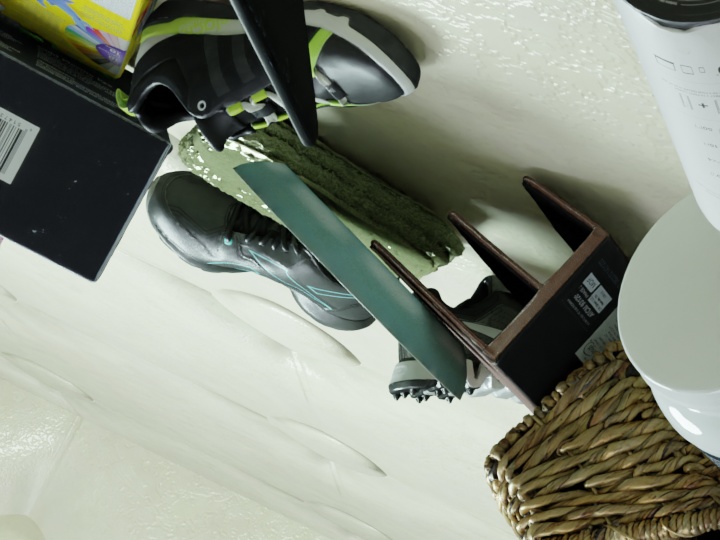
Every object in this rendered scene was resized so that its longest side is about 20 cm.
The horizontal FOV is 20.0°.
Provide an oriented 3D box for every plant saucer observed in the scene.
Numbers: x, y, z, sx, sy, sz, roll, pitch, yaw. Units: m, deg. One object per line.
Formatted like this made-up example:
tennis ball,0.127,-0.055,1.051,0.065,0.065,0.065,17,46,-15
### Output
plant saucer,0.000,0.000,1.262,0.200,0.027,0.200,46,-179,-1

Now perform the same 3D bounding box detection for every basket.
basket,0.179,0.162,1.213,0.200,0.143,0.149,34,-163,-50

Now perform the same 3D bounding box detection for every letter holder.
letter holder,0.112,0.025,1.269,0.142,0.101,0.200,42,178,39

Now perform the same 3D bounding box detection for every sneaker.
sneaker,0.112,0.049,1.427,0.198,0.091,0.066,5,166,-24
sneaker,-0.060,-0.026,1.498,0.199,0.076,0.079,24,153,-15
sneaker,-0.054,-0.099,1.152,0.199,0.083,0.072,7,157,39

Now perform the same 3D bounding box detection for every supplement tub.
supplement tub,0.235,0.053,1.060,0.140,0.141,0.200,12,160,46

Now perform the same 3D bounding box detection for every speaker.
speaker,0.158,-0.084,0.843,0.081,0.082,0.200,19,164,28

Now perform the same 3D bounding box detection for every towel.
towel,-0.028,-0.051,1.387,0.199,0.037,0.148,29,166,-9

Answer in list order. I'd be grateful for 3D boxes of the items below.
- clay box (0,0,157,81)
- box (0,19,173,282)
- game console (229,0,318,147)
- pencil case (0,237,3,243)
clay box,-0.175,-0.175,1.193,0.114,0.048,0.200,30,167,-6
box,-0.231,-0.101,1.299,0.199,0.105,0.182,28,-169,-14
game console,-0.091,-0.169,0.924,0.175,0.117,0.200,22,164,18
pencil case,-0.277,-0.076,1.515,0.087,0.088,0.200,29,138,-10
